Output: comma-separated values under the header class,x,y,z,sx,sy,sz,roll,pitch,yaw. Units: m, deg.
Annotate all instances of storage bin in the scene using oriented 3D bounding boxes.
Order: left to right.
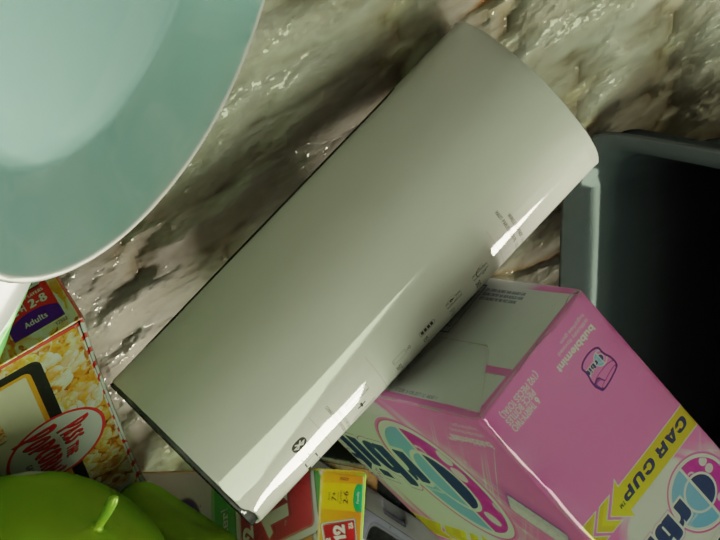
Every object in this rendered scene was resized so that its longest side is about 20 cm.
class,x,y,z,sx,sy,sz,roll,pitch,yaw
storage bin,0.186,0.028,1.194,0.134,0.145,0.202,-20,115,-47

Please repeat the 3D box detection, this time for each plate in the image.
class,x,y,z,sx,sy,sz,roll,pitch,yaw
plate,-0.084,-0.094,0.802,0.200,0.025,0.201,-48,150,-40

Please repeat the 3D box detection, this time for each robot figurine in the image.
class,x,y,z,sx,sy,sz,roll,pitch,yaw
robot figurine,-0.123,0.156,1.019,0.175,0.116,0.201,-32,153,-22

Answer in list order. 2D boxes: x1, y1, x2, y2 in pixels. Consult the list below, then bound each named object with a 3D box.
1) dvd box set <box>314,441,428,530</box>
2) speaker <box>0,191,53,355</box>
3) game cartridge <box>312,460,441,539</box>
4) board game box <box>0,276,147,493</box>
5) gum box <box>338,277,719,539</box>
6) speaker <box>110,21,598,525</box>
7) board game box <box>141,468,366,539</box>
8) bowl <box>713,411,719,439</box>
class,x,y,z,sx,sy,sz,roll,pitch,yaw
dvd box set,0.002,0.140,1.250,0.145,0.030,0.201,11,141,-4
speaker,-0.179,0.039,0.873,0.088,0.088,0.201,11,116,-54
game cartridge,0.005,0.164,1.229,0.200,0.039,0.129,35,138,-29
board game box,-0.189,0.087,1.015,0.199,0.046,0.152,-30,152,-11
gum box,0.054,0.063,1.063,0.114,0.200,0.066,47,74,-22
speaker,0.000,0.000,1.009,0.200,0.081,0.081,-46,154,-5
board game box,-0.059,0.132,1.088,0.030,0.096,0.200,7,172,-28
bowl,0.146,0.095,1.340,0.199,0.108,0.201,-27,151,-16
